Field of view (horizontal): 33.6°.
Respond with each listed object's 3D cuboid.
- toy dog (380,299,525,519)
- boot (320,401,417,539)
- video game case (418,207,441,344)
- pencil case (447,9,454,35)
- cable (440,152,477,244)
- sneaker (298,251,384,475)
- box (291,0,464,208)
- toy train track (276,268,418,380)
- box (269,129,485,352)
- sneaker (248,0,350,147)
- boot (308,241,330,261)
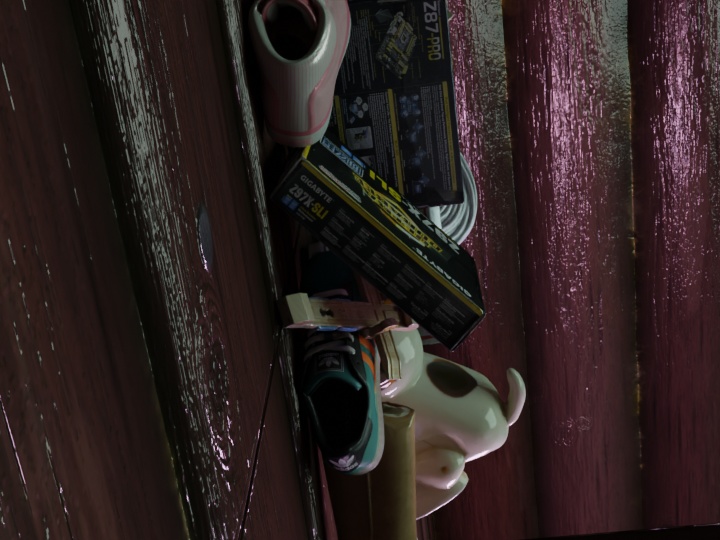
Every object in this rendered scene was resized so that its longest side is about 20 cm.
[{"bbox_3d":[0.047,0.125,1.194,0.200,0.193,0.140,46,38,-24],"label":"toy dog"},{"bbox_3d":[0.043,0.224,1.081,0.066,0.173,0.203,-22,110,-69],"label":"boot"},{"bbox_3d":[0.030,0.013,1.307,0.199,0.017,0.145,-12,-97,56],"label":"video game case"},{"bbox_3d":[0.035,-0.267,1.187,0.090,0.077,0.200,-56,161,-1],"label":"pencil case"},{"bbox_3d":[0.053,-0.103,1.503,0.069,0.199,0.201,-33,-157,54],"label":"cable"},{"bbox_3d":[-0.018,0.074,1.034,0.080,0.071,0.202,50,29,-73],"label":"sneaker"},{"bbox_3d":[0.010,-0.154,1.110,0.049,0.159,0.202,-85,167,-68],"label":"box"},{"bbox_3d":[0.001,0.033,1.006,0.199,0.032,0.116,5,63,-58],"label":"toy train track"},{"bbox_3d":[0.017,-0.035,1.026,0.200,0.049,0.160,40,13,-10],"label":"box"},{"bbox_3d":[-0.048,-0.209,0.971,0.105,0.074,0.202,87,5,-55],"label":"sneaker"},{"bbox_3d":[0.000,0.000,1.209,0.200,0.089,0.074,-48,131,-88],"label":"boot"}]
